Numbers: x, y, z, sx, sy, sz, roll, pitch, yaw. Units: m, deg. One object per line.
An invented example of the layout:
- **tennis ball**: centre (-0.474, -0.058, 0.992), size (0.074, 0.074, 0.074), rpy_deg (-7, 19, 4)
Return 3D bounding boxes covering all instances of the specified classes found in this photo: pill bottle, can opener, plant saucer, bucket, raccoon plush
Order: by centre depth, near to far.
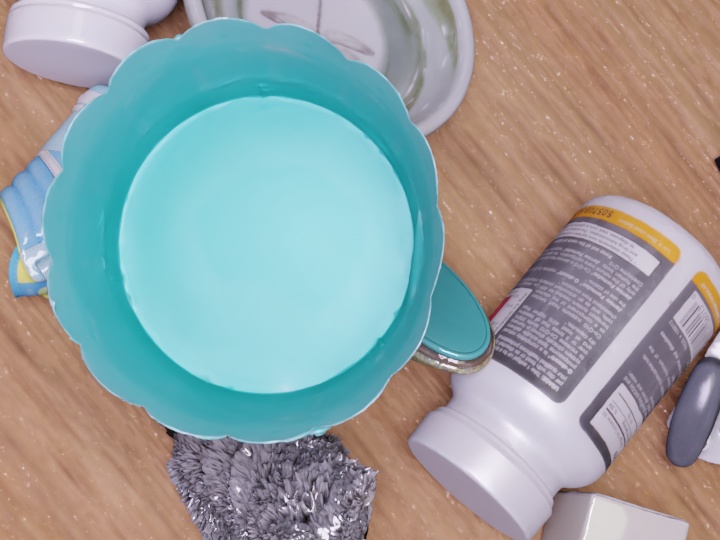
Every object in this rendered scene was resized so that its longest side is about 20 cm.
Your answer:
- **bucket**: centre (-0.056, -0.016, 0.656), size (0.206, 0.135, 0.208), rpy_deg (0, 88, 0)
- **raccoon plush**: centre (-0.078, 0.109, 0.720), size (0.199, 0.134, 0.097), rpy_deg (29, 78, -5)
- **pill bottle**: centre (-0.158, -0.219, 0.769), size (0.112, 0.112, 0.201), rpy_deg (9, 80, -9)
- **pill bottle**: centre (0.127, 0.060, 0.778), size (0.116, 0.116, 0.200), rpy_deg (43, 76, -2)
- **can opener**: centre (0.254, 0.040, 0.794), size (0.053, 0.067, 0.201), rpy_deg (31, 112, 19)
- **plant saucer**: centre (-0.024, -0.157, 0.800), size (0.199, 0.050, 0.201), rpy_deg (11, 63, -24)

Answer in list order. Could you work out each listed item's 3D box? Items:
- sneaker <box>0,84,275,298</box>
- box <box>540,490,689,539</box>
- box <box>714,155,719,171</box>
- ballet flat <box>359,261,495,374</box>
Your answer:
- **sneaker**: centre (-0.132, -0.003, 0.760), size (0.200, 0.080, 0.131), rpy_deg (42, 74, 8)
- **box**: centre (0.135, 0.240, 0.770), size (0.068, 0.082, 0.201), rpy_deg (18, 80, -7)
- **box**: centre (0.367, -0.060, 0.862), size (0.199, 0.079, 0.142), rpy_deg (-24, 84, -14)
- **ballet flat**: centre (0.000, 0.000, 0.772), size (0.200, 0.071, 0.071), rpy_deg (42, 76, 16)
